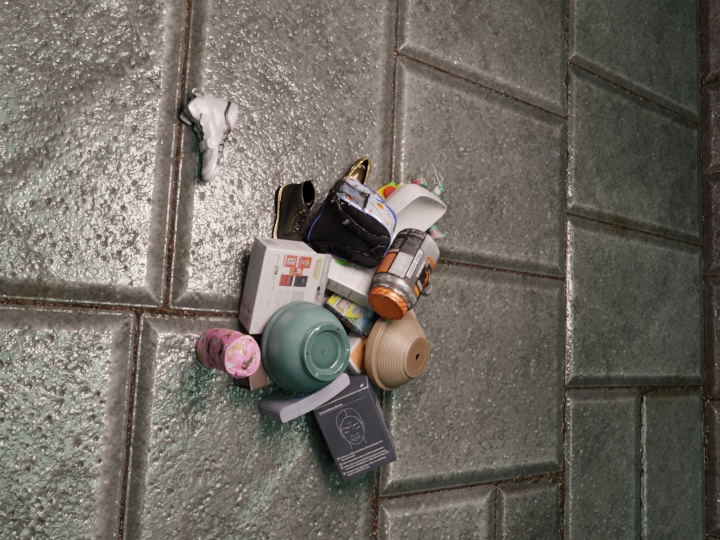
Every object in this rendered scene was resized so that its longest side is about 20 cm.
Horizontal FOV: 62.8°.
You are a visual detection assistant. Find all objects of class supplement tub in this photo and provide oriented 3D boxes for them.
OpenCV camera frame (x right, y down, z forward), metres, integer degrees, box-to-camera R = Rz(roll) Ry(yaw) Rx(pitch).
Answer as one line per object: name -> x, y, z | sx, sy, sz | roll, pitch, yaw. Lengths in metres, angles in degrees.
supplement tub -> 0.101, 0.009, 1.405 | 0.123, 0.121, 0.202 | 45, 57, -23

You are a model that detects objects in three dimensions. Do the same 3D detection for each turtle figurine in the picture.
turtle figurine -> 0.195, -0.191, 1.666 | 0.098, 0.150, 0.206 | -8, 95, 9

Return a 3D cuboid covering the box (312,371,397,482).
box -> -0.014, 0.379, 1.441 | 0.145, 0.107, 0.204 | -21, 101, 3

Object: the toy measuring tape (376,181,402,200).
toy measuring tape -> 0.052, -0.172, 1.581 | 0.198, 0.073, 0.075 | -37, 106, -27

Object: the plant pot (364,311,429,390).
plant pot -> 0.107, 0.204, 1.458 | 0.198, 0.091, 0.207 | -15, 110, -46

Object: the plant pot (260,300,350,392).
plant pot -> -0.103, 0.172, 1.292 | 0.196, 0.133, 0.207 | 0, 90, -34

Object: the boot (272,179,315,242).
boot -> -0.150, -0.110, 1.398 | 0.076, 0.137, 0.206 | -9, 93, -34

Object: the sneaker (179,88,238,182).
sneaker -> -0.349, -0.304, 1.315 | 0.113, 0.074, 0.205 | 22, 70, -30

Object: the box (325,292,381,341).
box -> 0.021, 0.063, 1.521 | 0.135, 0.038, 0.200 | 37, 63, 13

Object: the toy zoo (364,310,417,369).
toy zoo -> 0.079, 0.181, 1.510 | 0.200, 0.020, 0.133 | -47, 129, -28

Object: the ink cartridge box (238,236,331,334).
ink cartridge box -> -0.174, 0.039, 1.364 | 0.172, 0.084, 0.205 | 5, 106, -34

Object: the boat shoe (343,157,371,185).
boat shoe -> -0.031, -0.203, 1.515 | 0.071, 0.068, 0.204 | 24, 74, -9

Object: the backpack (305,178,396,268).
backpack -> -0.010, -0.106, 1.403 | 0.188, 0.201, 0.155 | 32, 47, -2

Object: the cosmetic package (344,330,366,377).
cosmetic package -> 0.028, 0.185, 1.541 | 0.102, 0.071, 0.201 | 51, 61, -20

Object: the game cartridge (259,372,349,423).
game cartridge -> -0.128, 0.288, 1.389 | 0.197, 0.132, 0.042 | -25, 108, -33

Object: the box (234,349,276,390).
box -> -0.189, 0.215, 1.372 | 0.196, 0.099, 0.077 | -9, 92, -34

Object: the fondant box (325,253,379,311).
fondant box -> 0.000, 0.000, 1.482 | 0.196, 0.058, 0.147 | 26, 60, -4

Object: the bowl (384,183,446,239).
bowl -> 0.111, -0.146, 1.546 | 0.076, 0.199, 0.199 | 57, 22, 22

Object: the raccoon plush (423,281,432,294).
raccoon plush -> 0.178, -0.010, 1.603 | 0.198, 0.132, 0.099 | 25, 66, -43

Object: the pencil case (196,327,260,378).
pencil case -> -0.282, 0.173, 1.250 | 0.082, 0.198, 0.088 | -31, 105, -29
